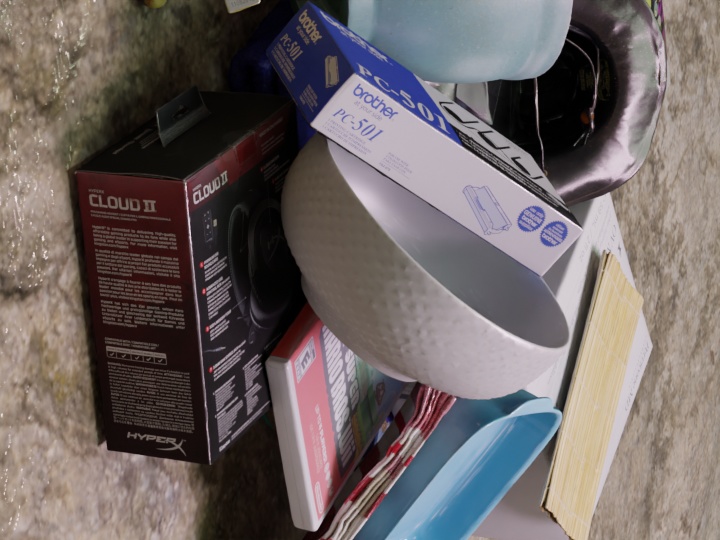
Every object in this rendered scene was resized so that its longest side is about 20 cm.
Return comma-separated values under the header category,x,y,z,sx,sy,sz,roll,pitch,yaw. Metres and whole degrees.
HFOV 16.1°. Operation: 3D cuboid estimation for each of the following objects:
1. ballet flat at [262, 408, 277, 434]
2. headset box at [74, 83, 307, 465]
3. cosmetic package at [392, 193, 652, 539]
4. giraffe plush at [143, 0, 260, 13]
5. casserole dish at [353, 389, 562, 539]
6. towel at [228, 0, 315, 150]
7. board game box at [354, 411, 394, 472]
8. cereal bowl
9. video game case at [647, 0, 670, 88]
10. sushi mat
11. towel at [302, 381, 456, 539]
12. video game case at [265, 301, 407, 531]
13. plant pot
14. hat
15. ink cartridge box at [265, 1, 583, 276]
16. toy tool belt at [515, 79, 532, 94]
category,x,y,z,sx,sy,sz,roll,pitch,yaw
ballet flat,-0.039,0.040,1.657,0.068,0.072,0.200,-59,146,-43
headset box,-0.095,-0.008,1.514,0.149,0.077,0.200,-44,134,-57
cosmetic package,0.118,0.063,1.867,0.200,0.123,0.199,70,35,-46
giraffe plush,-0.075,-0.223,1.439,0.162,0.172,0.200,79,10,-81
casserole dish,0.054,0.146,1.716,0.121,0.039,0.200,-4,137,-54
towel,-0.018,-0.123,1.690,0.200,0.050,0.148,-53,141,-49
board game box,0.038,0.114,1.894,0.200,0.034,0.136,26,72,-64
cereal bowl,0.027,0.005,1.515,0.083,0.200,0.200,-48,163,17
video game case,0.223,-0.204,2.223,0.181,0.036,0.200,-56,144,-49
sushi mat,0.165,0.092,1.813,0.096,0.012,0.200,52,50,-59
towel,-0.001,0.143,1.670,0.200,0.023,0.144,-54,-178,7
video game case,-0.002,0.049,1.625,0.200,0.017,0.143,-56,149,-43
plant pot,0.028,-0.204,1.584,0.134,0.200,0.200,-15,116,-20
hat,0.112,-0.133,1.800,0.081,0.200,0.201,-141,-131,-67
ink cartridge box,0.040,-0.078,1.529,0.200,0.094,0.044,31,107,-35
toy tool belt,0.114,-0.172,1.883,0.125,0.123,0.200,20,78,-65
